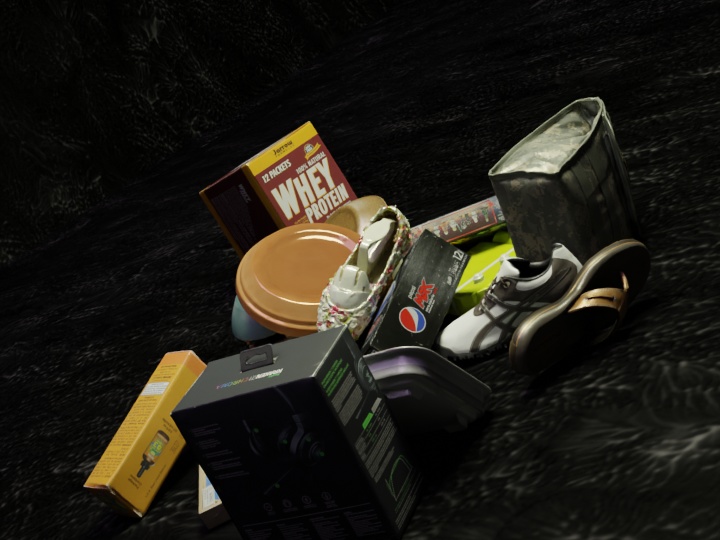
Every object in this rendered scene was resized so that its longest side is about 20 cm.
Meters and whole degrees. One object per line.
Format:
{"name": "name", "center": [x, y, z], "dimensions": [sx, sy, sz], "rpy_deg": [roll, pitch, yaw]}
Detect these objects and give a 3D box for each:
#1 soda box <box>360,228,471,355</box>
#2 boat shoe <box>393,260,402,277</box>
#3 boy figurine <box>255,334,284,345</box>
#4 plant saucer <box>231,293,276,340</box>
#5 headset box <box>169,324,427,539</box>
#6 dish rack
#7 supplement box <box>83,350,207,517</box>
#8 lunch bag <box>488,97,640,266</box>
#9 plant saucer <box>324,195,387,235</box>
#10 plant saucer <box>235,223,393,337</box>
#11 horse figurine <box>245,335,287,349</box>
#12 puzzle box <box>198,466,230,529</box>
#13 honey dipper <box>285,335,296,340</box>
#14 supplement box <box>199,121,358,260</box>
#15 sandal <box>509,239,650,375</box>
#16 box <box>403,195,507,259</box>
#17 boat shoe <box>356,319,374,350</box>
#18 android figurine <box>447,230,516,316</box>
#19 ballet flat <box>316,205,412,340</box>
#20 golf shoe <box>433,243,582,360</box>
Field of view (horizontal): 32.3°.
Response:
{"name": "soda box", "center": [0.060, 0.048, 1.455], "dimensions": [0.063, 0.070, 0.201], "rpy_deg": [-56, 5, 48]}
{"name": "boat shoe", "center": [0.020, -0.009, 1.786], "dimensions": [0.201, 0.071, 0.060], "rpy_deg": [-84, 18, -55]}
{"name": "boy figurine", "center": [-0.053, 0.075, 1.633], "dimensions": [0.199, 0.064, 0.126], "rpy_deg": [-13, 51, 49]}
{"name": "plant saucer", "center": [-0.096, 0.014, 1.647], "dimensions": [0.199, 0.036, 0.201], "rpy_deg": [-29, 23, 13]}
{"name": "headset box", "center": [-0.061, 0.164, 1.193], "dimensions": [0.173, 0.201, 0.093], "rpy_deg": [-17, 21, 30]}
{"name": "dish rack", "center": [0.019, 0.139, 1.267], "dimensions": [0.198, 0.171, 0.044], "rpy_deg": [-18, 58, 29]}
{"name": "supplement box", "center": [-0.250, 0.196, 1.510], "dimensions": [0.068, 0.067, 0.201], "rpy_deg": [-9, 43, 46]}
{"name": "lunch bag", "center": [0.261, -0.094, 1.485], "dimensions": [0.117, 0.165, 0.200], "rpy_deg": [2, 34, 40]}
{"name": "plant saucer", "center": [-0.029, -0.017, 1.731], "dimensions": [0.200, 0.035, 0.202], "rpy_deg": [-43, 35, 40]}
{"name": "plant saucer", "center": [-0.057, 0.003, 1.547], "dimensions": [0.197, 0.038, 0.201], "rpy_deg": [0, 41, 0]}
{"name": "horse figurine", "center": [-0.117, 0.129, 1.569], "dimensions": [0.132, 0.050, 0.201], "rpy_deg": [10, 56, 46]}
{"name": "puzzle box", "center": [-0.122, 0.202, 1.426], "dimensions": [0.132, 0.026, 0.200], "rpy_deg": [-26, 25, 4]}
{"name": "honey dipper", "center": [-0.083, 0.086, 1.524], "dimensions": [0.038, 0.038, 0.201], "rpy_deg": [-28, 56, -5]}
{"name": "supplement box", "center": [-0.114, -0.091, 1.929], "dimensions": [0.132, 0.198, 0.199], "rpy_deg": [-36, 8, -28]}
{"name": "sandal", "center": [0.239, 0.045, 1.299], "dimensions": [0.199, 0.082, 0.054], "rpy_deg": [-34, 35, -23]}
{"name": "box", "center": [0.162, -0.063, 1.674], "dimensions": [0.198, 0.040, 0.137], "rpy_deg": [-20, -7, 20]}
{"name": "boat shoe", "center": [-0.005, 0.113, 1.466], "dimensions": [0.067, 0.072, 0.200], "rpy_deg": [-23, 16, 17]}
{"name": "android figurine", "center": [0.148, 0.008, 1.589], "dimensions": [0.181, 0.041, 0.199], "rpy_deg": [-34, 17, -19]}
{"name": "ballet flat", "center": [0.000, 0.000, 1.470], "dimensions": [0.075, 0.064, 0.201], "rpy_deg": [15, 55, 18]}
{"name": "golf shoe", "center": [0.163, 0.032, 1.411], "dimensions": [0.198, 0.095, 0.078], "rpy_deg": [-24, 19, 15]}
